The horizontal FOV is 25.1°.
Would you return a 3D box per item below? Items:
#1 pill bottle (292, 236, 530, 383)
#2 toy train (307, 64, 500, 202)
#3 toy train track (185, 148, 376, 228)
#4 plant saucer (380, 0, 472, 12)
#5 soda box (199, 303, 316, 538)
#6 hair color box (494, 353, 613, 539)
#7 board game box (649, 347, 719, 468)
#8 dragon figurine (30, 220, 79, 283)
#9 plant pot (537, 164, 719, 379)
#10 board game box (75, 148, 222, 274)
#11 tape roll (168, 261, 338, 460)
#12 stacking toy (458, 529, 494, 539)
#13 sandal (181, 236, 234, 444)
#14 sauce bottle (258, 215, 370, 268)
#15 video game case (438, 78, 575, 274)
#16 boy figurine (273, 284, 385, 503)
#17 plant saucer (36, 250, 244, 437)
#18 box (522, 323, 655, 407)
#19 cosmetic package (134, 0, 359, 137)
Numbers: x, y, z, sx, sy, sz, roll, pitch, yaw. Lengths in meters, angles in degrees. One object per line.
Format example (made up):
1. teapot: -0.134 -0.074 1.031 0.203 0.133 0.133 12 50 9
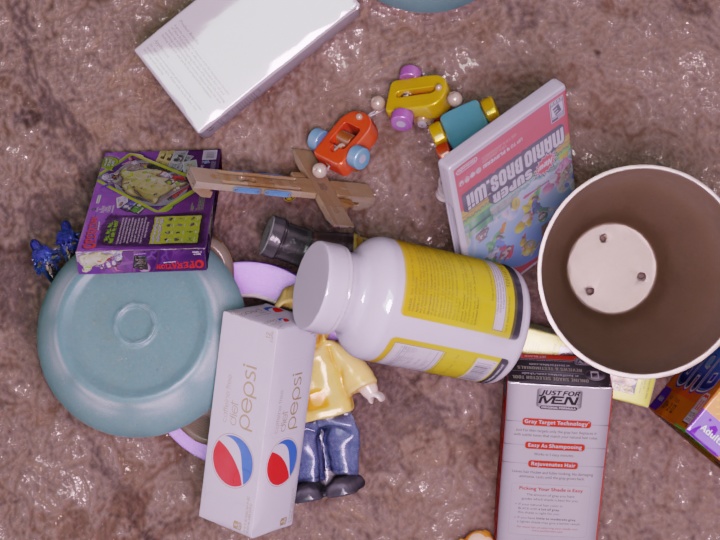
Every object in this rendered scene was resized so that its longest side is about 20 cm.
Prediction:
1. pill bottle: 0.045 0.032 1.461 0.199 0.112 0.113 13 91 -23
2. toy train: 0.053 -0.119 1.570 0.199 0.056 0.151 22 68 37
3. toy train track: -0.078 -0.072 1.562 0.199 0.115 0.033 4 130 -33
4. plant saucer: 0.062 -0.353 1.573 0.198 0.036 0.202 1 80 -8
5. soda box: -0.094 0.137 1.484 0.068 0.064 0.201 16 105 34
6. hair color box: 0.182 0.181 1.551 0.101 0.061 0.201 3 117 3
7. board game box: 0.423 0.126 1.518 0.200 0.200 0.200 40 91 0
8. dragon figurine: -0.265 0.054 1.563 0.059 0.099 0.201 -22 72 4
9. plant pot: 0.250 -0.001 1.518 0.186 0.200 0.189 0 91 1
10. board game box: -0.196 -0.059 1.531 0.119 0.200 0.032 2 121 -1
11. tape roll: -0.110 0.091 1.592 0.199 0.066 0.202 0 92 1
12. stacking toy: 0.089 0.350 1.585 0.115 0.110 0.201 22 80 3
13. sandal: -0.151 0.066 1.533 0.080 0.054 0.202 -1 91 1
14. sauce bottle: 0.000 0.000 1.569 0.199 0.066 0.066 19 91 -15
15. video game case: 0.143 -0.068 1.518 0.143 0.201 0.017 -36 52 -18
16. boy figurine: -0.040 0.112 1.528 0.123 0.064 0.202 -7 93 10
17. plant saucer: -0.206 0.053 1.499 0.198 0.036 0.201 -1 76 4
18. box: 0.187 0.083 1.585 0.199 0.075 0.050 13 93 -1
19. cosmetic package: -0.108 -0.232 1.577 0.200 0.085 0.108 -37 91 0
